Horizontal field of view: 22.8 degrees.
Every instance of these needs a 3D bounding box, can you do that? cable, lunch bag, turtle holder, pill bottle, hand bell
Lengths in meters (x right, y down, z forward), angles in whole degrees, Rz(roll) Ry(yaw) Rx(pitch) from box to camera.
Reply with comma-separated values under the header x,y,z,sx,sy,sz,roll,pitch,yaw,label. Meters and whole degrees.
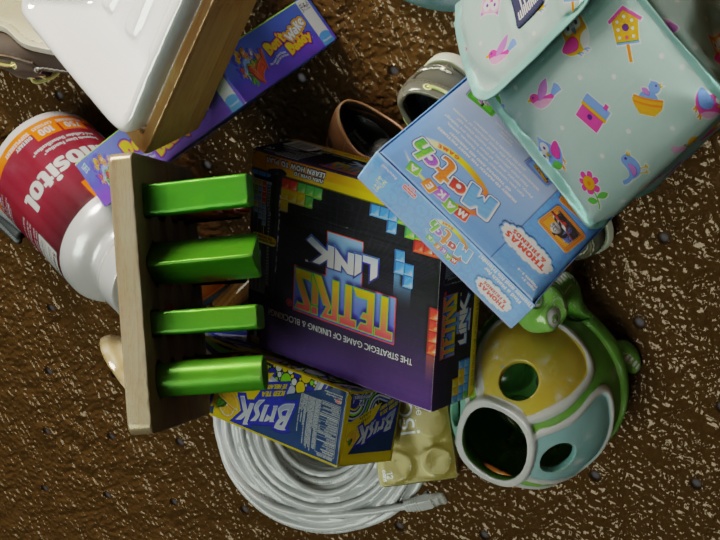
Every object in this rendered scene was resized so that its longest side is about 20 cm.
x,y,z,sx,sy,sz,roll,pitch,yaw,label
-0.028,0.131,1.560,0.199,0.069,0.201,-20,97,19,cable
0.167,-0.161,1.243,0.200,0.122,0.170,52,136,7,lunch bag
0.144,0.092,1.408,0.141,0.132,0.186,45,134,4,turtle holder
-0.231,-0.046,1.557,0.200,0.113,0.113,41,138,37,pill bottle
-0.120,0.034,1.560,0.200,0.104,0.104,-41,91,7,hand bell

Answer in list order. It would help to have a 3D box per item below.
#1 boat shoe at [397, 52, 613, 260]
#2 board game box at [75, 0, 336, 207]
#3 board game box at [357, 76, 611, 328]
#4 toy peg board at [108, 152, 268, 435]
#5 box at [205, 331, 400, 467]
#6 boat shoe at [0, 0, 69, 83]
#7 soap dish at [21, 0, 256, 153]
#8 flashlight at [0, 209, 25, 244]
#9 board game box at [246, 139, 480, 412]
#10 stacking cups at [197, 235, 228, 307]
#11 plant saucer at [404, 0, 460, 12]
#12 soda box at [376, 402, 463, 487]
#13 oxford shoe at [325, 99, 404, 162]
x,y,z,sx,sy,sz,roll,pitch,yaw,label
0.109,-0.079,1.373,0.202,0.060,0.072,46,135,2,boat shoe
-0.127,-0.137,1.453,0.200,0.134,0.045,-31,98,42,board game box
0.108,-0.067,1.286,0.151,0.200,0.037,44,133,3,board game box
-0.112,0.014,1.354,0.097,0.199,0.201,-4,89,8,toy peg board
-0.063,0.099,1.452,0.199,0.070,0.065,18,102,40,box
-0.292,-0.201,1.576,0.199,0.072,0.060,17,132,31,boat shoe
-0.164,-0.206,1.335,0.200,0.081,0.158,48,122,37,soap dish
-0.381,-0.108,1.697,0.200,0.068,0.068,44,132,5,flashlight
0.000,0.000,1.381,0.199,0.057,0.166,17,112,38,board game box
-0.136,0.042,1.622,0.060,0.060,0.201,-22,104,42,stacking cups
0.048,-0.281,1.313,0.199,0.027,0.201,18,127,26,plant saucer
0.037,0.071,1.464,0.067,0.064,0.201,-8,96,9,soda box
0.046,-0.060,1.399,0.200,0.071,0.071,39,158,17,oxford shoe
